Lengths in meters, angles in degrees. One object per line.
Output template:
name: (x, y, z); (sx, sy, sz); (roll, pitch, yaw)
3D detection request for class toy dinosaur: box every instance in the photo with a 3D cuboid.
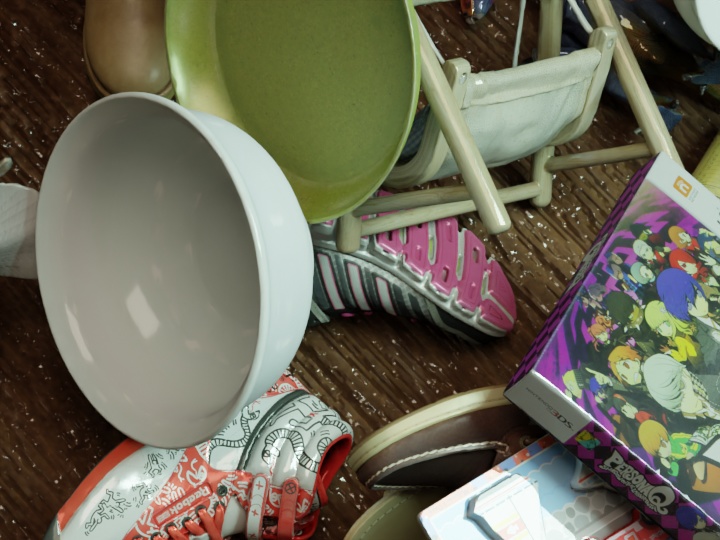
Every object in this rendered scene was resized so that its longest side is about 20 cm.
toy dinosaur: (0.155, -0.153, 1.453); (0.105, 0.200, 0.182); (-55, 48, 13)

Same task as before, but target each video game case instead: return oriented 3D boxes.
video game case: (0.192, 0.055, 1.214); (0.181, 0.036, 0.200); (40, 49, -5)

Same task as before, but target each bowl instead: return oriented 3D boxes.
bowl: (-0.090, -0.005, 1.237); (0.090, 0.201, 0.201); (-12, 59, -43)

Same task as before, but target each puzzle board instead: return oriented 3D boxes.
puzzle board: (0.145, 0.152, 1.186); (0.200, 0.017, 0.151); (-28, 86, -28)

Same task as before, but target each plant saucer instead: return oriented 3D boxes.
plant saucer: (-0.034, -0.127, 1.236); (0.031, 0.200, 0.200); (-16, 60, -44)

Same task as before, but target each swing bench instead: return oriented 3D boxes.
swing bench: (0.077, -0.128, 1.293); (0.199, 0.129, 0.201); (-14, 95, -47)

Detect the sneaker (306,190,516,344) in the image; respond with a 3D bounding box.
sneaker: (0.000, 0.000, 1.346); (0.199, 0.088, 0.074); (25, 39, -16)

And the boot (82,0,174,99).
boot: (-0.157, -0.222, 1.375); (0.066, 0.200, 0.176); (-8, 62, -3)

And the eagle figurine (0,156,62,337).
eagle figurine: (-0.283, 0.017, 1.288); (0.151, 0.151, 0.200); (31, 53, 1)

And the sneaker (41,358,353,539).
sneaker: (-0.092, 0.137, 1.263); (0.108, 0.067, 0.201); (33, 62, 20)

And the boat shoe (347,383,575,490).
boat shoe: (0.091, 0.108, 1.220); (0.199, 0.072, 0.072); (-5, 66, -28)

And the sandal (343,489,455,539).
sandal: (0.061, 0.120, 1.299); (0.211, 0.078, 0.070); (-26, 35, -24)

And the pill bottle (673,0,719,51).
pill bottle: (0.244, -0.200, 1.359); (0.113, 0.113, 0.200); (6, 23, -1)

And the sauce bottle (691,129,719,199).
sauce bottle: (0.222, -0.020, 1.375); (0.066, 0.066, 0.200); (29, 66, 11)
